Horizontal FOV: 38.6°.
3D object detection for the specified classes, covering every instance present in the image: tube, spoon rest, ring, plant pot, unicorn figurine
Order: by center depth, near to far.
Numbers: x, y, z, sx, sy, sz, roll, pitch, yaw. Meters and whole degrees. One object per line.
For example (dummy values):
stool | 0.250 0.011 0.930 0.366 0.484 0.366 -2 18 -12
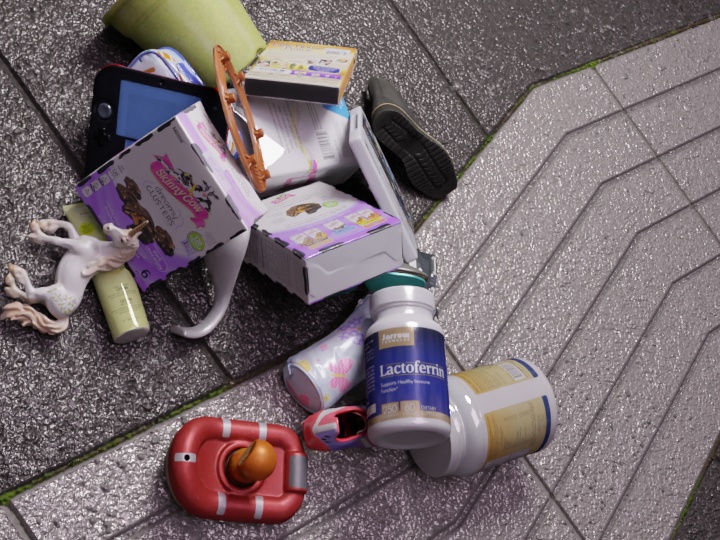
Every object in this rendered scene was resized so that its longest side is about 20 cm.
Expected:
unicorn figurine | -0.372 -0.010 1.331 0.135 0.074 0.203 27 96 -7
ring | -0.156 -0.205 1.382 0.019 0.201 0.204 -17 76 5
tube | -0.337 -0.004 1.383 0.058 0.051 0.203 18 49 -66
spoon rest | -0.201 -0.002 1.422 0.060 0.098 0.204 24 83 -43
plant pot | -0.241 -0.355 1.499 0.185 0.199 0.201 49 56 -14

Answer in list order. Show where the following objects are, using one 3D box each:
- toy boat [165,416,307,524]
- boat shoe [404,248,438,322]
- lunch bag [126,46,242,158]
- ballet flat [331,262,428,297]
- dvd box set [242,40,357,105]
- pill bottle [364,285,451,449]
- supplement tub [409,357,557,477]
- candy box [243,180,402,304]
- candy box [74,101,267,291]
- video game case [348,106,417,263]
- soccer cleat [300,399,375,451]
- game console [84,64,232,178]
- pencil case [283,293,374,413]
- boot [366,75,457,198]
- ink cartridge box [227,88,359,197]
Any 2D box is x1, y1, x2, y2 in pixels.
toy boat | -0.150 0.252 1.329 0.196 0.131 0.133 10 65 -24
boat shoe | 0.092 0.059 1.568 0.059 0.076 0.204 9 67 -18
lunch bag | -0.261 -0.199 1.432 0.201 0.160 0.076 51 19 -2
ballet flat | 0.000 0.000 1.503 0.195 0.068 0.065 -7 61 8
dvd box set | -0.087 -0.300 1.548 0.143 0.030 0.201 7 28 4
pill bottle | 0.062 0.132 1.403 0.114 0.116 0.204 9 64 -24
supplement tub | 0.175 0.217 1.508 0.197 0.144 0.147 -11 75 -30
candy box | -0.064 -0.046 1.448 0.166 0.199 0.073 -21 123 -31
candy box | -0.247 -0.094 1.344 0.169 0.198 0.072 57 29 -10
video game case | 0.033 -0.131 1.537 0.182 0.023 0.202 -89 154 -68
soccer cleat | 0.003 0.214 1.434 0.198 0.076 0.068 -1 77 -48
game console | -0.274 -0.173 1.387 0.196 0.031 0.181 15 104 10
pencil case | -0.020 0.118 1.479 0.199 0.083 0.092 -39 104 -33
boot | 0.085 -0.224 1.683 0.200 0.077 0.139 50 18 -34
ink cartridge box | -0.113 -0.200 1.555 0.197 0.084 0.147 -11 76 -32
